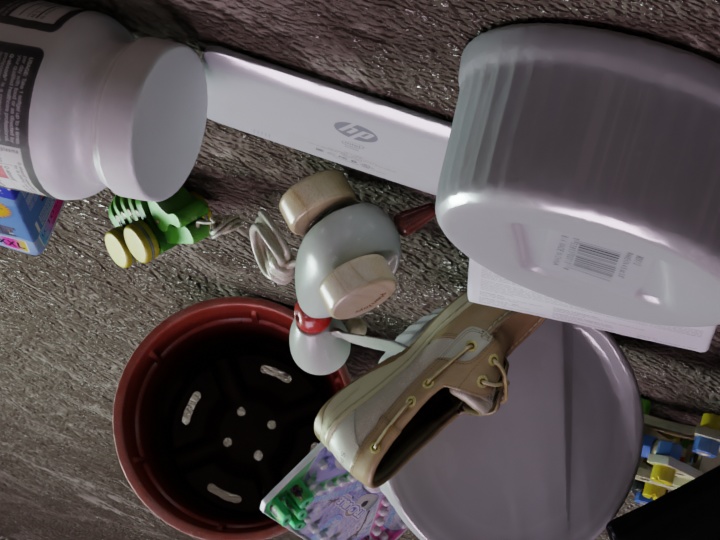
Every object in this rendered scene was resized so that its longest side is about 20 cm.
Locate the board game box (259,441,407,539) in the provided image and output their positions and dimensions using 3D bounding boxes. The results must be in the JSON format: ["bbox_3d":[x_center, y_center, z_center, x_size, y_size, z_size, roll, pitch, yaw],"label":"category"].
[{"bbox_3d":[0.035,0.157,2.009,0.026,0.200,0.200,47,-178,32],"label":"board game box"}]

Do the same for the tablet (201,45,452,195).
[{"bbox_3d":[-0.002,-0.084,1.520,0.200,0.014,0.130,18,165,0],"label":"tablet"}]

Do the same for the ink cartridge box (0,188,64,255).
[{"bbox_3d":[-0.284,-0.088,1.728,0.136,0.076,0.200,17,164,5],"label":"ink cartridge box"}]

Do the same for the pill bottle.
[{"bbox_3d":[-0.200,-0.105,1.481,0.200,0.117,0.116,13,164,22],"label":"pill bottle"}]

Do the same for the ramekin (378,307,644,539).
[{"bbox_3d":[0.094,0.111,1.774,0.202,0.203,0.094,24,175,-19],"label":"ramekin"}]

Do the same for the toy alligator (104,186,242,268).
[{"bbox_3d":[-0.139,-0.042,1.766,0.054,0.059,0.200,63,154,-7],"label":"toy alligator"}]

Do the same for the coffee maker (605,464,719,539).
[{"bbox_3d":[0.277,0.175,1.729,0.192,0.200,0.135,54,-173,-51],"label":"coffee maker"}]

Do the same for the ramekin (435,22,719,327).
[{"bbox_3d":[0.136,-0.045,1.327,0.200,0.098,0.200,18,165,5],"label":"ramekin"}]

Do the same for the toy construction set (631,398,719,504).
[{"bbox_3d":[0.261,0.164,1.973,0.131,0.092,0.200,7,151,35],"label":"toy construction set"}]

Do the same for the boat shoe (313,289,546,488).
[{"bbox_3d":[0.066,0.071,1.658,0.066,0.200,0.074,53,-177,28],"label":"boat shoe"}]

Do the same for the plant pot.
[{"bbox_3d":[-0.099,0.133,2.106,0.200,0.201,0.195,17,173,4],"label":"plant pot"}]

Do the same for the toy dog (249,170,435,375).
[{"bbox_3d":[0.000,0.000,1.673,0.096,0.132,0.200,-18,177,-13],"label":"toy dog"}]

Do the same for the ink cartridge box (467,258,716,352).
[{"bbox_3d":[0.150,-0.011,1.524,0.162,0.057,0.200,13,159,5],"label":"ink cartridge box"}]
